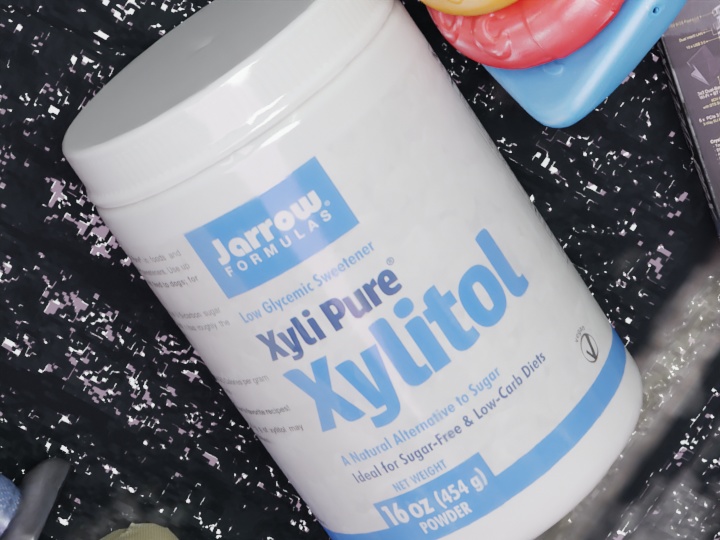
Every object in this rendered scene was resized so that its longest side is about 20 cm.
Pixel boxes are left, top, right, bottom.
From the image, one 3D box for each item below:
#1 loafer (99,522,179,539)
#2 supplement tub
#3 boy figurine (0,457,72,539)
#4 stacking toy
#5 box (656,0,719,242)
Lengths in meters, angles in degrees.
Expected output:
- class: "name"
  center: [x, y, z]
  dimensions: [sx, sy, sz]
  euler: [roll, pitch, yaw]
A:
- class: "loafer"
  center: [-0.113, 0.176, 0.972]
  dimensions: [0.075, 0.068, 0.200]
  euler: [33, 125, -8]
- class: "supplement tub"
  center: [0.000, 0.000, 0.862]
  dimensions: [0.132, 0.132, 0.200]
  euler: [-31, 108, 13]
- class: "boy figurine"
  center: [-0.219, 0.074, 0.933]
  dimensions: [0.199, 0.065, 0.125]
  euler: [24, 132, -5]
- class: "stacking toy"
  center: [0.013, -0.136, 0.774]
  dimensions: [0.199, 0.110, 0.116]
  euler: [17, 116, -41]
- class: "box"
  center: [0.211, -0.081, 0.867]
  dimensions: [0.199, 0.050, 0.158]
  euler: [-19, 110, 9]
